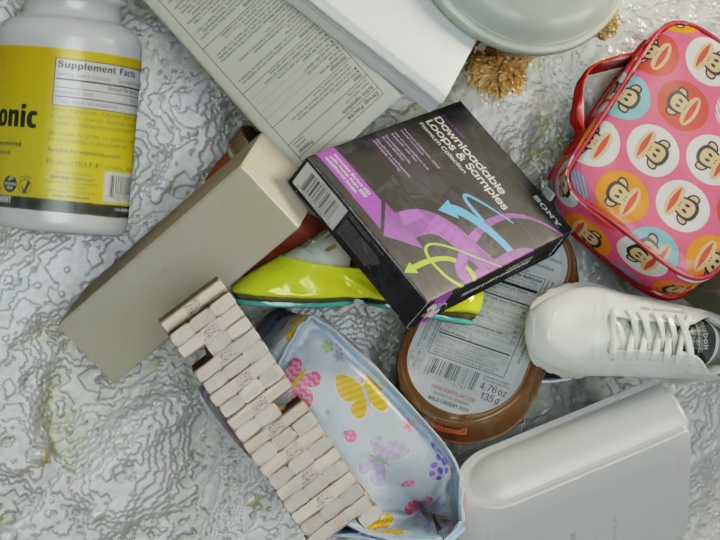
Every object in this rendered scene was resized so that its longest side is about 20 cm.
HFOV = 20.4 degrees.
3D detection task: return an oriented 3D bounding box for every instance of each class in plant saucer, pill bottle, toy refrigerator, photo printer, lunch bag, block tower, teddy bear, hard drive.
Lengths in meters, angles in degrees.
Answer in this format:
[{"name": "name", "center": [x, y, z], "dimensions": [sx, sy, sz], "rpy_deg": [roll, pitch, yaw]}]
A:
[{"name": "plant saucer", "center": [0.128, -0.263, 1.502], "dimensions": [0.199, 0.050, 0.202], "rpy_deg": [6, 77, -24]}, {"name": "pill bottle", "center": [-0.221, -0.129, 1.494], "dimensions": [0.110, 0.111, 0.202], "rpy_deg": [5, 91, -13]}, {"name": "toy refrigerator", "center": [-0.127, -0.006, 1.492], "dimensions": [0.200, 0.076, 0.070], "rpy_deg": [-40, 100, 22]}, {"name": "photo printer", "center": [0.160, 0.185, 1.574], "dimensions": [0.199, 0.070, 0.167], "rpy_deg": [-21, 139, -11]}, {"name": "lunch bag", "center": [-0.017, 0.134, 1.519], "dimensions": [0.200, 0.170, 0.127], "rpy_deg": [43, 84, -10]}, {"name": "block tower", "center": [-0.064, 0.103, 1.400], "dimensions": [0.058, 0.054, 0.201], "rpy_deg": [-36, 96, -4]}, {"name": "teddy bear", "center": [0.135, -0.225, 1.578], "dimensions": [0.199, 0.067, 0.145], "rpy_deg": [-32, 61, -3]}, {"name": "hard drive", "center": [0.005, -0.228, 1.478], "dimensions": [0.200, 0.026, 0.132], "rpy_deg": [36, 61, -14]}, {"name": "lunch bag", "center": [0.241, -0.096, 1.590], "dimensions": [0.176, 0.082, 0.200], "rpy_deg": [38, 69, 0]}]

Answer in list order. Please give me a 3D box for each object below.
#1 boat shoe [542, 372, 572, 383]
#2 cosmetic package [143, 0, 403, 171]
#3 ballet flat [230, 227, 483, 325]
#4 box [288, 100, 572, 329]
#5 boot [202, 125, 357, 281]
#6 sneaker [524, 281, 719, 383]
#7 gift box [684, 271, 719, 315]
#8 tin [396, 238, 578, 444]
[{"name": "boat shoe", "center": [0.145, 0.053, 1.608], "dimensions": [0.198, 0.060, 0.076], "rpy_deg": [-8, 94, -12]}, {"name": "cosmetic package", "center": [-0.069, -0.178, 1.504], "dimensions": [0.103, 0.073, 0.200], "rpy_deg": [-40, 99, 8]}, {"name": "ballet flat", "center": [0.000, 0.000, 1.508], "dimensions": [0.199, 0.067, 0.068], "rpy_deg": [6, 94, -17]}, {"name": "box", "center": [0.057, -0.047, 1.503], "dimensions": [0.143, 0.036, 0.200], "rpy_deg": [50, 38, 13]}, {"name": "boot", "center": [-0.045, -0.016, 1.567], "dimensions": [0.199, 0.075, 0.107], "rpy_deg": [35, 104, -17]}, {"name": "sneaker", "center": [0.217, 0.049, 1.540], "dimensions": [0.199, 0.080, 0.077], "rpy_deg": [4, 89, -30]}, {"name": "gift box", "center": [0.397, 0.010, 1.599], "dimensions": [0.200, 0.187, 0.185], "rpy_deg": [36, 85, -11]}, {"name": "tin", "center": [0.101, 0.041, 1.565], "dimensions": [0.111, 0.042, 0.201], "rpy_deg": [20, 65, 12]}]
